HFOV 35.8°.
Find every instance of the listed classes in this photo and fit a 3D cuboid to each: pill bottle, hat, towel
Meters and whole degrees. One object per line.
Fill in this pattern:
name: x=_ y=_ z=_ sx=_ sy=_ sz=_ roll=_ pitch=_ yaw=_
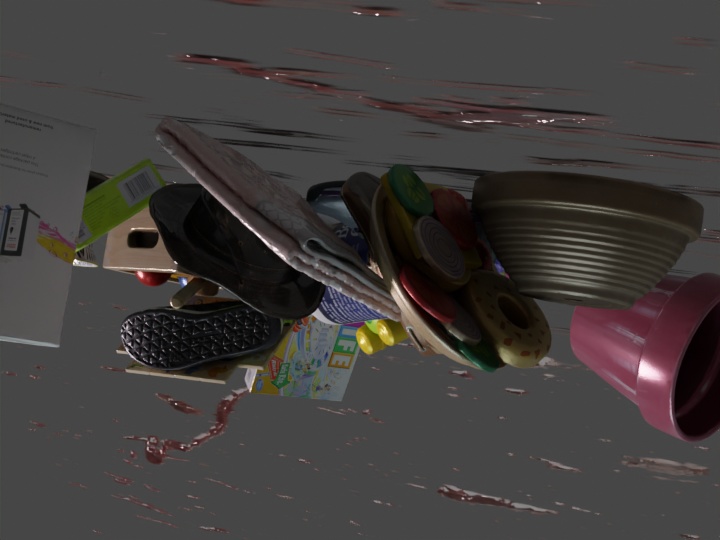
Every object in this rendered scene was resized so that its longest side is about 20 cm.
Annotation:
pill bottle: x=0.000 y=0.000 z=1.212 sx=0.198 sy=0.112 sz=0.111 roll=-9 pitch=165 yaw=36
hat: x=-0.105 y=-0.047 z=1.104 sx=0.199 sy=0.081 sz=0.201 roll=29 pitch=-155 yaw=-15
towel: x=-0.060 y=-0.043 z=0.942 sx=0.191 sy=0.032 sz=0.200 roll=42 pitch=-175 yaw=31

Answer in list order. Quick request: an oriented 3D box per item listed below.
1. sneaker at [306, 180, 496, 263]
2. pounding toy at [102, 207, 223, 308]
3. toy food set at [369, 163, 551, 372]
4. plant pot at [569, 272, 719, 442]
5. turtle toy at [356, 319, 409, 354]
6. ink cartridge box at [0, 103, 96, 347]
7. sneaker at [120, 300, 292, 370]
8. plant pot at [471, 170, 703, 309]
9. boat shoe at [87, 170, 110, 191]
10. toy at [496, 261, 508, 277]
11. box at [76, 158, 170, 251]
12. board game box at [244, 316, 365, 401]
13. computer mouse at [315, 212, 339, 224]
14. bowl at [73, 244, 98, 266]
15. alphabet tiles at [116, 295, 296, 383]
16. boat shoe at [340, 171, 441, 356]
sneaker: x=0.041 y=-0.033 z=1.082 sx=0.197 sy=0.089 sz=0.074 roll=9 pitch=175 yaw=0
pounding toy: x=-0.204 y=-0.018 z=1.364 sx=0.199 sy=0.144 sz=0.183 roll=3 pitch=173 yaw=43
toy food set: x=0.081 y=0.000 z=0.973 sx=0.048 sy=0.202 sz=0.197 roll=-34 pitch=157 yaw=29
plant pot: x=0.365 y=0.085 z=1.368 sx=0.178 sy=0.202 sz=0.199 roll=24 pitch=-173 yaw=43
turtle toy: x=0.064 y=0.020 z=1.354 sx=0.145 sy=0.102 sz=0.200 roll=-26 pitch=177 yaw=-22
ink cartridge box: x=-0.346 y=-0.042 z=1.014 sx=0.144 sy=0.203 sz=0.147 roll=12 pitch=174 yaw=-35
sneaker: x=-0.178 y=0.073 z=1.305 sx=0.197 sy=0.073 sz=0.083 roll=-3 pitch=-174 yaw=8
plant pot: x=0.189 y=-0.020 z=0.963 sx=0.198 sy=0.094 sz=0.201 roll=9 pitch=174 yaw=1
boat shoe: x=-0.376 y=-0.098 z=1.283 sx=0.198 sy=0.073 sz=0.068 roll=3 pitch=-153 yaw=-24
toy: x=0.181 y=-0.009 z=1.343 sx=0.199 sy=0.048 sz=0.115 roll=13 pitch=173 yaw=-41
box: x=-0.293 y=-0.054 z=1.188 sx=0.122 sy=0.048 sz=0.199 roll=-37 pitch=-168 yaw=-30
board game box: x=-0.060 y=0.072 z=1.446 sx=0.133 sy=0.202 sz=0.034 roll=8 pitch=-155 yaw=-24
computer mouse: x=-0.029 y=-0.044 z=1.371 sx=0.109 sy=0.044 sz=0.199 roll=11 pitch=-178 yaw=28
bowl: x=-0.450 y=-0.067 z=1.523 sx=0.198 sy=0.095 sz=0.201 roll=9 pitch=175 yaw=1
alphabet tiles: x=-0.185 y=0.080 z=1.346 sx=0.198 sy=0.006 sz=0.167 roll=4 pitch=-148 yaw=21
boat shoe: x=0.035 y=0.002 z=1.037 sx=0.071 sy=0.201 sz=0.076 roll=-27 pitch=-163 yaw=25
